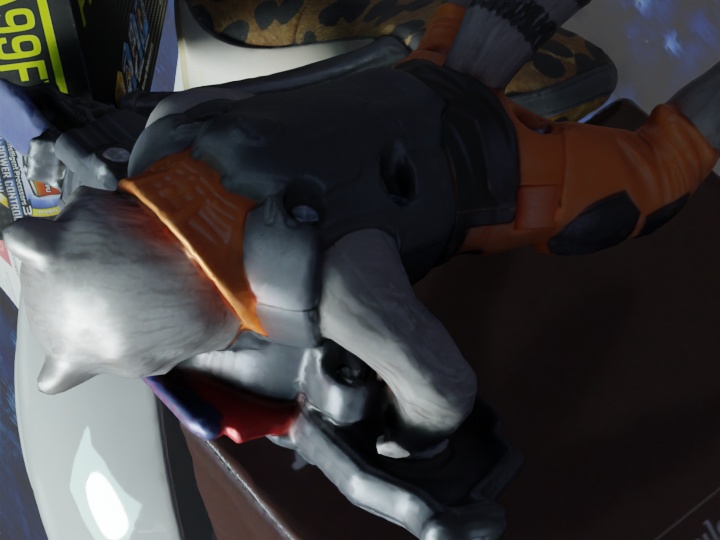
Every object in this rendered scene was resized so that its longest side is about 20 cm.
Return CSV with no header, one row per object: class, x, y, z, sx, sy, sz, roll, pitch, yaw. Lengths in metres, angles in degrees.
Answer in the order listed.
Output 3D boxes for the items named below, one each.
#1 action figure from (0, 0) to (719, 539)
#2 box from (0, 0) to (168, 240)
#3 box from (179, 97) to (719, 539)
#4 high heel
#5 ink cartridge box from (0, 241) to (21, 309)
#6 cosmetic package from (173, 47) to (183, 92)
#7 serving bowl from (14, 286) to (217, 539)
action figure,-0.010,-0.036,0.536,0.200,0.193,0.105,34,141,32
box,-0.098,-0.126,0.675,0.200,0.044,0.160,-90,-8,-60
box,0.070,0.096,0.655,0.164,0.166,0.200,46,162,28
high heel,0.010,-0.072,0.714,0.200,0.142,0.071,-77,-20,-67
ink cartridge box,-0.135,0.032,1.263,0.200,0.067,0.116,48,162,21
cosmetic package,-0.039,-0.033,0.906,0.083,0.051,0.200,53,163,11
serving bowl,-0.074,0.044,0.765,0.200,0.066,0.200,-6,-90,-80
